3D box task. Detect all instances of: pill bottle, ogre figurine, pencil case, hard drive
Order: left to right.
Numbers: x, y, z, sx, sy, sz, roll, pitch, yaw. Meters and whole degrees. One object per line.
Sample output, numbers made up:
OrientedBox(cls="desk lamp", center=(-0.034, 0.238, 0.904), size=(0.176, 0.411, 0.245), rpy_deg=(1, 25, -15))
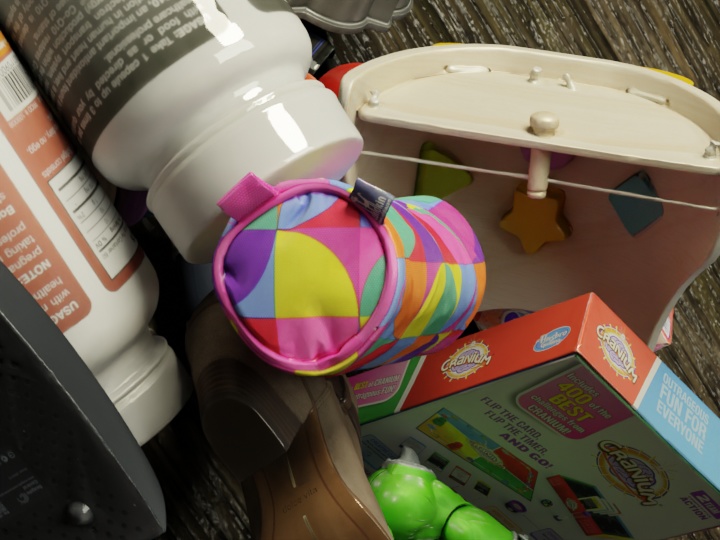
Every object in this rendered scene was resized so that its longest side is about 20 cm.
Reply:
OrientedBox(cls="hard drive", center=(-0.181, 0.051, 0.794), size=(0.200, 0.135, 0.042), rpy_deg=(52, 27, -15))
OrientedBox(cls="pill bottle", center=(-0.163, -0.007, 0.849), size=(0.200, 0.112, 0.112), rpy_deg=(59, 41, -15))
OrientedBox(cls="pill bottle", center=(-0.094, -0.109, 0.849), size=(0.114, 0.114, 0.200), rpy_deg=(-23, 74, -50))
OrientedBox(cls="pencil case", center=(0.000, 0.000, 0.844), size=(0.200, 0.088, 0.089), rpy_deg=(10, 62, -75))
OrientedBox(cls="ogre figurine", center=(0.003, 0.178, 0.964), size=(0.120, 0.200, 0.098), rpy_deg=(55, -4, 1))

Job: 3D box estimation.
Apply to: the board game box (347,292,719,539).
OrientedBox(cls="board game box", center=(0.088, 0.098, 1.013), size=(0.153, 0.200, 0.040), rpy_deg=(43, 46, -27))

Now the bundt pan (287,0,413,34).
OrientedBox(cls="bundt pan", center=(-0.036, -0.228, 1.060), size=(0.202, 0.076, 0.202), rpy_deg=(25, 35, -19))

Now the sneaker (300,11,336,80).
OrientedBox(cls="sneaker", center=(-0.066, -0.136, 1.042), size=(0.200, 0.078, 0.070), rpy_deg=(53, 42, -18))

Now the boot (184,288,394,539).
OrientedBox(cls="boot", center=(-0.019, 0.097, 0.884), size=(0.146, 0.070, 0.200), rpy_deg=(-75, 141, -73))

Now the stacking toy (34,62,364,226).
OrientedBox(cls="stacking toy", center=(-0.065, -0.069, 0.964), size=(0.200, 0.085, 0.086), rpy_deg=(-8, 79, -29))

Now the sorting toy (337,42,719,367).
OrientedBox(cls="sorting toy", center=(0.088, -0.016, 0.981), size=(0.107, 0.199, 0.180), rpy_deg=(-63, 161, -63))

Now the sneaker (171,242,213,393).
OrientedBox(cls="sneaker", center=(-0.020, 0.035, 1.024), size=(0.200, 0.070, 0.109), rpy_deg=(12, 65, -43))

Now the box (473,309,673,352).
OrientedBox(cls="box", center=(0.124, -0.005, 1.127), size=(0.103, 0.095, 0.200), rpy_deg=(61, 16, -8))
